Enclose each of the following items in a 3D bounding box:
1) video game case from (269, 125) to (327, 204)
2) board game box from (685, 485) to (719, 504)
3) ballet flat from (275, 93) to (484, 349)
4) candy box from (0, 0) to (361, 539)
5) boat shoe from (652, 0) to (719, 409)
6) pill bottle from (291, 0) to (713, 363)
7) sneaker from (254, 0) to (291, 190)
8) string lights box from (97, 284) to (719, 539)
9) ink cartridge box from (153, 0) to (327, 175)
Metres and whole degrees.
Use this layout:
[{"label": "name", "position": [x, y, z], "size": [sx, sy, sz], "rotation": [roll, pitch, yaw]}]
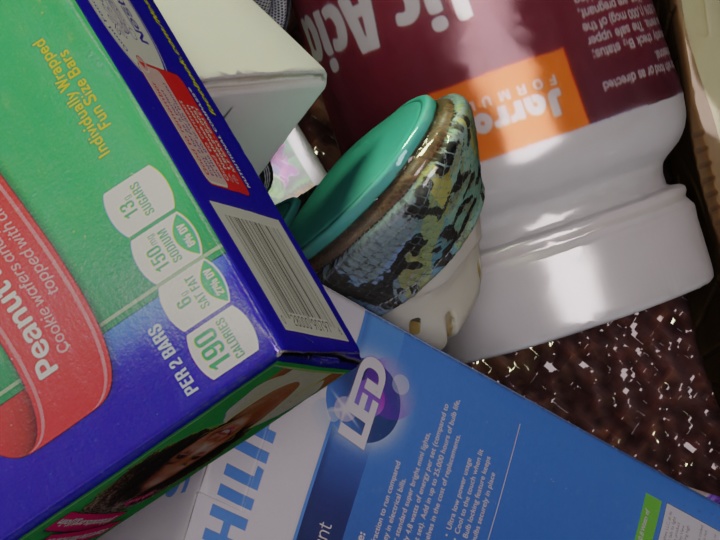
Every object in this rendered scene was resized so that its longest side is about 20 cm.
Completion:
[{"label": "video game case", "position": [-0.090, -0.027, 0.961], "size": [0.143, 0.018, 0.200], "rotation": [-31, 92, -2]}, {"label": "board game box", "position": [0.072, 0.166, 0.926], "size": [0.134, 0.045, 0.200], "rotation": [18, 76, -12]}, {"label": "ballet flat", "position": [0.000, 0.000, 0.870], "size": [0.074, 0.200, 0.074], "rotation": [6, 76, -24]}, {"label": "candy box", "position": [-0.129, 0.007, 0.724], "size": [0.200, 0.077, 0.169], "rotation": [-35, 76, 13]}, {"label": "boat shoe", "position": [0.142, -0.020, 0.946], "size": [0.063, 0.073, 0.200], "rotation": [-9, 88, -6]}, {"label": "pill bottle", "position": [0.040, -0.077, 0.919], "size": [0.114, 0.114, 0.200], "rotation": [-19, 91, -3]}, {"label": "sneaker", "position": [-0.088, -0.103, 0.891], "size": [0.114, 0.075, 0.200], "rotation": [-15, 97, 37]}, {"label": "string lights box", "position": [0.026, 0.088, 0.839], "size": [0.200, 0.059, 0.103], "rotation": [30, 66, -25]}, {"label": "ink cartridge box", "position": [-0.132, -0.065, 0.828], "size": [0.200, 0.084, 0.146], "rotation": [45, 113, 16]}]
